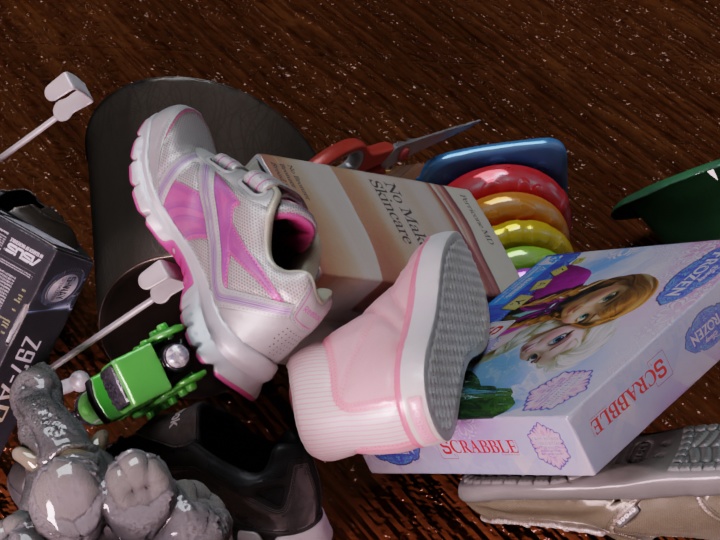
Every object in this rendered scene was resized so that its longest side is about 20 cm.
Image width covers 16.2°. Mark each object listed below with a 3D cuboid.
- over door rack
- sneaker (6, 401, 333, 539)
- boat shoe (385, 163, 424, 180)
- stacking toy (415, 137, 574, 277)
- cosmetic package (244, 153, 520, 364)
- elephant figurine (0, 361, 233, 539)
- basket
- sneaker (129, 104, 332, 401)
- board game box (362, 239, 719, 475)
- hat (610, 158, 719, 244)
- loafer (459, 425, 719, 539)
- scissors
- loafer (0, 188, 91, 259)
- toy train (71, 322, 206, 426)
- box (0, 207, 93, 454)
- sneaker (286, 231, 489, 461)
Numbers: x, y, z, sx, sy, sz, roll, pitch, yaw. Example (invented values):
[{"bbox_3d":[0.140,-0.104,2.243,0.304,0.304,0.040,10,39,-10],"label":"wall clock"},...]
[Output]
[{"bbox_3d":[-0.199,-0.003,1.553,0.067,0.200,0.148,-2,59,-59],"label":"over door rack"},{"bbox_3d":[-0.112,0.114,1.486,0.199,0.091,0.067,7,27,14],"label":"sneaker"},{"bbox_3d":[0.006,-0.031,1.779,0.067,0.072,0.200,14,21,23],"label":"boat shoe"},{"bbox_3d":[0.106,0.014,1.691,0.109,0.116,0.200,-10,42,-6],"label":"stacking toy"},{"bbox_3d":[0.000,0.000,1.596,0.200,0.087,0.104,6,45,-48],"label":"cosmetic package"},{"bbox_3d":[-0.146,0.151,1.390,0.141,0.156,0.200,30,-7,-15],"label":"elephant figurine"},{"bbox_3d":[-0.109,-0.016,1.696,0.180,0.136,0.200,27,30,-16],"label":"basket"},{"bbox_3d":[-0.068,-0.024,1.479,0.088,0.081,0.200,-32,57,13],"label":"sneaker"},{"bbox_3d":[0.123,0.051,1.500,0.200,0.041,0.199,-38,20,-34],"label":"board game box"},{"bbox_3d":[0.283,0.013,1.759,0.165,0.177,0.200,-14,-8,-20],"label":"hat"},{"bbox_3d":[0.149,0.134,1.460,0.199,0.070,0.075,-2,26,33],"label":"loafer"},{"bbox_3d":[0.021,-0.079,1.667,0.014,0.073,0.200,38,51,25],"label":"scissors"},{"bbox_3d":[-0.231,-0.026,1.720,0.073,0.072,0.200,-31,13,-16],"label":"loafer"},{"bbox_3d":[-0.133,0.067,1.474,0.056,0.042,0.200,-26,-2,-16],"label":"toy train"},{"bbox_3d":[-0.276,0.021,1.518,0.200,0.161,0.043,27,2,28],"label":"box"},{"bbox_3d":[0.012,0.045,1.482,0.104,0.076,0.200,-16,24,20],"label":"sneaker"}]
